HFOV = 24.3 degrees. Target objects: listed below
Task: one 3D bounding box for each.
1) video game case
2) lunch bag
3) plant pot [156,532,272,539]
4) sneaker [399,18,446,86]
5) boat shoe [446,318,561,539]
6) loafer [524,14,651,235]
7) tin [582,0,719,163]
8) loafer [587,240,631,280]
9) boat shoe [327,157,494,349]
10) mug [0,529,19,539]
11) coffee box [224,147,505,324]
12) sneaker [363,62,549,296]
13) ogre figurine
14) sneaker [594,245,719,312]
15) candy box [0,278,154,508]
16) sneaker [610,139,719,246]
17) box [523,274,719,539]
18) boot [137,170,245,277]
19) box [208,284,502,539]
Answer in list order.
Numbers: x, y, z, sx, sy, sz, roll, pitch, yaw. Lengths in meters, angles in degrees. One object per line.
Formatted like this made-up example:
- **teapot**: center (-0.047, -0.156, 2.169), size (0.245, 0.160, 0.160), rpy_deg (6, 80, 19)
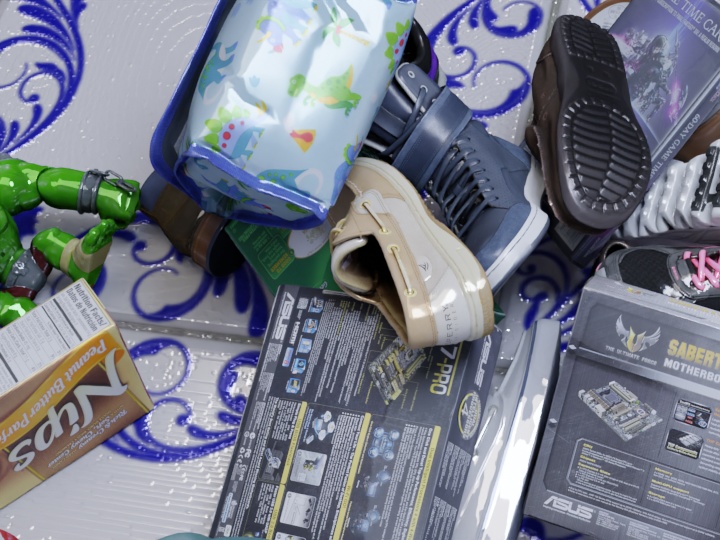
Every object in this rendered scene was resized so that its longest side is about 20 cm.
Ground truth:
- **video game case**: center (0.190, -0.115, 1.207), size (0.201, 0.019, 0.143), rpy_deg (-52, 32, 14)
- **lunch bag**: center (-0.059, -0.123, 1.154), size (0.126, 0.200, 0.171), rpy_deg (26, 83, -9)
- **plant pot**: center (-0.086, 0.242, 1.007), size (0.200, 0.201, 0.134), rpy_deg (-43, 49, -19)
- **sneaker**: center (0.008, -0.116, 1.280), size (0.069, 0.100, 0.202), rpy_deg (9, 57, 18)
- **boat shoe**: center (0.088, 0.116, 1.127), size (0.065, 0.074, 0.201), rpy_deg (13, 58, 13)
- **loafer**: center (0.154, -0.092, 1.170), size (0.072, 0.071, 0.201), rpy_deg (21, 43, -14)
- **tin**: center (0.222, -0.144, 1.244), size (0.199, 0.042, 0.113), rpy_deg (23, 91, 53)
- **loafer**: center (0.198, 0.069, 1.145), size (0.071, 0.063, 0.201), rpy_deg (-16, 55, -4)
- **boat shoe**: center (0.013, -0.013, 1.090), size (0.069, 0.074, 0.200), rpy_deg (-19, 33, -19)
- **mug**: center (-0.235, 0.280, 1.064), size (0.133, 0.177, 0.201), rpy_deg (-42, 46, 25)
- **coffee box**: center (0.000, 0.000, 1.198), size (0.123, 0.044, 0.200), rpy_deg (-46, 62, 14)
- **sneaker**: center (0.056, -0.062, 1.139), size (0.146, 0.077, 0.203), rpy_deg (37, 21, -8)
- **ogre figurine**: center (-0.264, -0.004, 1.260), size (0.119, 0.098, 0.201), rpy_deg (28, 92, 11)
- **sneaker**: center (0.254, 0.005, 1.120), size (0.198, 0.096, 0.080), rpy_deg (6, 53, -20)
- **candy box**: center (-0.251, 0.105, 1.167), size (0.199, 0.116, 0.055), rpy_deg (-34, 58, -13)
- **sneaker**: center (0.233, -0.045, 1.183), size (0.199, 0.081, 0.076), rpy_deg (3, 70, 60)
- **box**: center (0.217, 0.108, 1.059), size (0.198, 0.048, 0.160), rpy_deg (16, 103, 15)
- **boot**: center (-0.091, -0.099, 1.297), size (0.096, 0.075, 0.201), rpy_deg (29, 74, 28)
- **box**: center (-0.006, 0.116, 1.107), size (0.160, 0.049, 0.202), rpy_deg (5, 72, 32)
